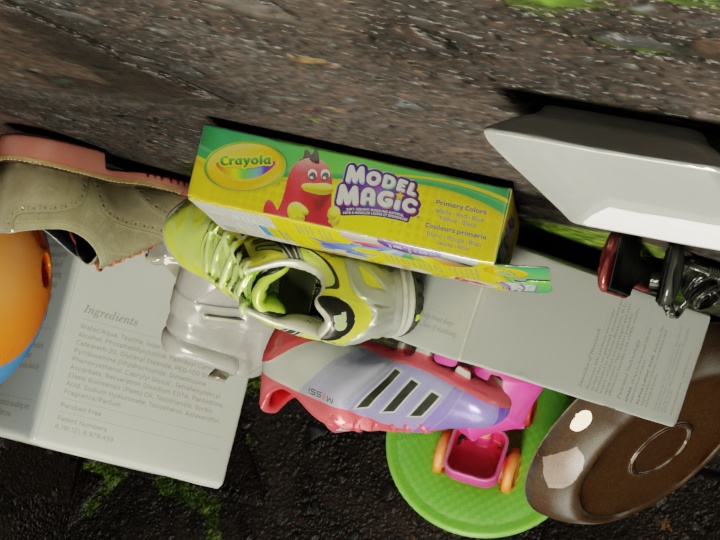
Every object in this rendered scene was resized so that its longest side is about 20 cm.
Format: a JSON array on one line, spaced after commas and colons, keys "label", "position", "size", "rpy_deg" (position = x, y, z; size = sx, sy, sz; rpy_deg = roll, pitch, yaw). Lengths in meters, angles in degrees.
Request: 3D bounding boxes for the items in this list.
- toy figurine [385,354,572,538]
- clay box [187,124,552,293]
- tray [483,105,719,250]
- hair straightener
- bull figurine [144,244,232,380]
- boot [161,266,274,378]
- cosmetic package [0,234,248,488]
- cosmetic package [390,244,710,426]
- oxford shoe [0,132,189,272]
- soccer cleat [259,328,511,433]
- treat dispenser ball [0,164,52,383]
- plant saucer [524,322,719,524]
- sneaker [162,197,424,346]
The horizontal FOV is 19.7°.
[{"label": "toy figurine", "position": [0.099, 0.069, 1.496], "size": [0.150, 0.201, 0.184], "rpy_deg": [16, 155, 10]}, {"label": "clay box", "position": [0.013, -0.031, 1.156], "size": [0.199, 0.048, 0.115], "rpy_deg": [11, 174, 7]}, {"label": "tray", "position": [0.129, -0.040, 0.936], "size": [0.107, 0.022, 0.200], "rpy_deg": [12, 174, 19]}, {"label": "hair straightener", "position": [0.187, 0.012, 1.200], "size": [0.077, 0.041, 0.200], "rpy_deg": [12, 174, 15]}, {"label": "bull figurine", "position": [-0.071, 0.026, 1.581], "size": [0.199, 0.122, 0.065], "rpy_deg": [10, 177, -26]}, {"label": "boot", "position": [-0.055, 0.032, 1.524], "size": [0.199, 0.096, 0.074], "rpy_deg": [10, -158, -33]}, {"label": "cosmetic package", "position": [-0.188, 0.054, 1.650], "size": [0.166, 0.201, 0.167], "rpy_deg": [17, 173, -25]}, {"label": "cosmetic package", "position": [0.110, 0.030, 1.305], "size": [0.200, 0.081, 0.113], "rpy_deg": [17, -179, -36]}, {"label": "oxford shoe", "position": [-0.162, -0.033, 1.387], "size": [0.200, 0.075, 0.070], "rpy_deg": [17, 171, -36]}, {"label": "soccer cleat", "position": [0.014, 0.080, 1.352], "size": [0.200, 0.077, 0.067], "rpy_deg": [17, 180, 39]}, {"label": "treat dispenser ball", "position": [-0.318, 0.003, 1.460], "size": [0.200, 0.202, 0.201], "rpy_deg": [13, 174, 1]}, {"label": "plant saucer", "position": [0.209, 0.119, 1.493], "size": [0.200, 0.200, 0.032], "rpy_deg": [22, -153, -55]}, {"label": "sneaker", "position": [-0.055, -0.007, 1.261], "size": [0.200, 0.076, 0.076], "rpy_deg": [17, -159, 40]}]
